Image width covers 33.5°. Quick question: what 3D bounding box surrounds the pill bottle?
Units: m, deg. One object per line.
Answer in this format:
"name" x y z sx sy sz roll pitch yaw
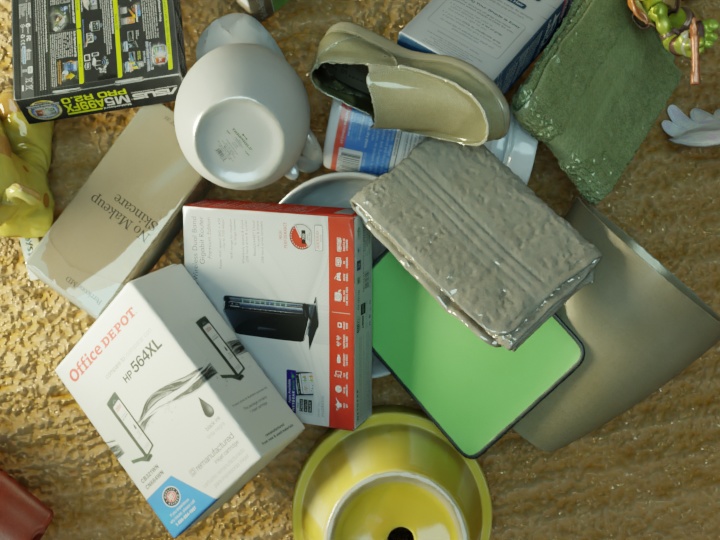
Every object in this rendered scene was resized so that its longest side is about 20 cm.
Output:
"pill bottle" 0.069 -0.135 1.156 0.197 0.112 0.114 11 89 -1

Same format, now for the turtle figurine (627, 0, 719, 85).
"turtle figurine" 0.288 -0.250 1.127 0.064 0.160 0.202 -29 73 30

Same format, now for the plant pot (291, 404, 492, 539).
"plant pot" 0.032 0.236 1.113 0.198 0.189 0.204 0 90 -1

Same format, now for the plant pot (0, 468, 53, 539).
"plant pot" -0.408 0.238 1.119 0.194 0.201 0.202 36 89 -8

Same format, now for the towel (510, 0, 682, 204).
"towel" 0.229 -0.178 1.144 0.148 0.036 0.201 44 63 -24

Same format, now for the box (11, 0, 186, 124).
"box" -0.253 -0.248 1.152 0.158 0.044 0.202 -9 66 -1

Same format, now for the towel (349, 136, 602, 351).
"towel" 0.102 -0.032 1.048 0.132 0.035 0.200 -38 71 -16

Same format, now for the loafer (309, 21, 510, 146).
"loafer" 0.038 -0.152 1.048 0.198 0.076 0.068 25 55 26

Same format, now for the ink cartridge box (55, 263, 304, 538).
"ink cartridge box" -0.172 0.119 1.114 0.201 0.084 0.146 51 120 9

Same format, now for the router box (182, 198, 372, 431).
"router box" -0.078 0.039 1.133 0.177 0.049 0.203 4 103 22

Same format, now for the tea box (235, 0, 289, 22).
"tea box" -0.089 -0.384 1.147 0.196 0.134 0.201 -38 90 0

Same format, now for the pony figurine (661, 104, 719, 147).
"pony figurine" 0.409 -0.156 1.136 0.199 0.193 0.168 34 92 -19

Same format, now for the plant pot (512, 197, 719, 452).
"plant pot" 0.214 0.069 1.134 0.187 0.187 0.201 39 102 0

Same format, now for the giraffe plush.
"giraffe plush" -0.361 -0.086 1.127 0.171 0.162 0.202 -31 89 -1

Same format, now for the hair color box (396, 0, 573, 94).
"hair color box" 0.121 -0.230 1.123 0.099 0.061 0.200 32 54 13

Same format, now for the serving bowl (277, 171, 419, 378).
"serving bowl" 0.000 0.000 1.163 0.197 0.066 0.203 4 103 18

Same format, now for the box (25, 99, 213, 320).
"box" -0.224 -0.055 1.153 0.094 0.078 0.201 33 79 1

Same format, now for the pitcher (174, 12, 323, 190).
"pitcher" -0.090 -0.136 1.100 0.121 0.201 0.172 -38 112 15

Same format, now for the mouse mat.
"mouse mat" 0.089 0.053 1.097 0.161 0.008 0.200 -45 79 22
